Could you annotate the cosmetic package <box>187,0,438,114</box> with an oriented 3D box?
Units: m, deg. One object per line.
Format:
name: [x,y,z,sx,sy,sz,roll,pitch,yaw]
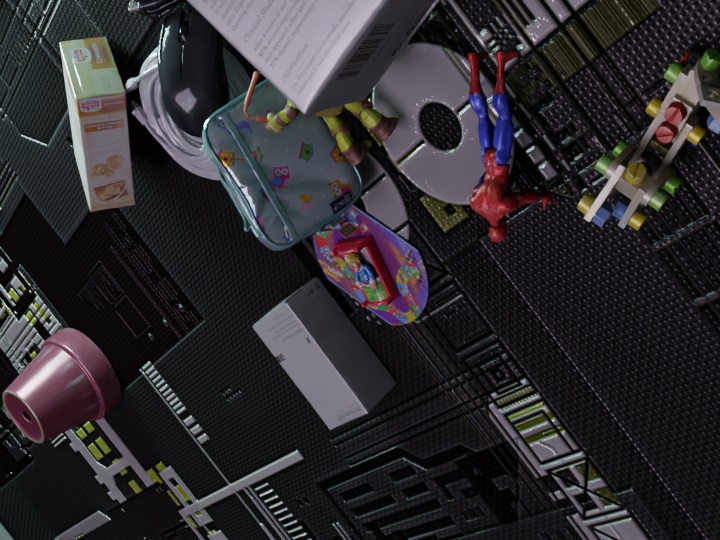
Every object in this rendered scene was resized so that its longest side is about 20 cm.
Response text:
cosmetic package: [-0.048,-0.298,1.081,0.200,0.166,0.168,45,117,7]

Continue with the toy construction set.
toy construction set: [0.286,-0.126,0.952,0.092,0.131,0.200,46,142,4]

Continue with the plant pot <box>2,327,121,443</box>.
plant pot: [-0.619,0.247,2.127,0.198,0.179,0.202,26,136,29]

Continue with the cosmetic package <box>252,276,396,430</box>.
cosmetic package: [-0.053,0.124,1.538,0.201,0.081,0.113,53,140,-2]

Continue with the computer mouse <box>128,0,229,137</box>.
computer mouse: [-0.223,-0.271,1.321,0.136,0.053,0.203,-8,93,17]

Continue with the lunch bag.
lunch bag: [-0.100,-0.130,1.304,0.202,0.159,0.077,58,166,-5]

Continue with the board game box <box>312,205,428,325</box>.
board game box: [0.000,0.000,1.415,0.199,0.039,0.159,36,140,19]

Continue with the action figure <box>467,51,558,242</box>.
action figure: [0.163,-0.134,1.135,0.065,0.098,0.203,9,105,43]

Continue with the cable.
cable: [-0.219,-0.222,1.434,0.201,0.069,0.199,54,141,-5]

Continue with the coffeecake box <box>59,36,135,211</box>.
coffeecake box: [-0.391,-0.217,1.553,0.202,0.072,0.154,96,156,-43]

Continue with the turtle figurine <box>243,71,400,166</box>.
turtle figurine: [-0.030,-0.211,1.224,0.161,0.065,0.200,41,106,-17]
